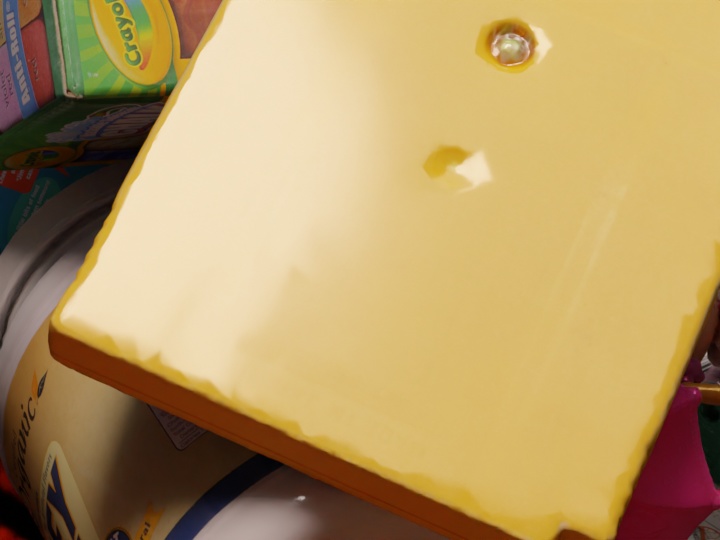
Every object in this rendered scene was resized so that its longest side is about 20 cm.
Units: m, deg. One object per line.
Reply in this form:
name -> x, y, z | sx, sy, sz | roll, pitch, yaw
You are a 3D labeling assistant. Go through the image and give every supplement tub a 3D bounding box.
supplement tub -> -0.038, 0.063, 0.886 | 0.144, 0.145, 0.200 | -10, 37, -25

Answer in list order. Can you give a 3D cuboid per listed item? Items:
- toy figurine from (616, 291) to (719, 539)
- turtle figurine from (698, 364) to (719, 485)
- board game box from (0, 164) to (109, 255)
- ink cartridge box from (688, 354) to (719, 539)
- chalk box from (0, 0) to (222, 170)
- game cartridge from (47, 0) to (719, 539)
toy figurine -> 0.135, 0.028, 0.875 | 0.183, 0.151, 0.201 | 6, 43, -8
turtle figurine -> 0.170, -0.001, 1.018 | 0.200, 0.101, 0.149 | -26, 42, -37
board game box -> -0.158, -0.041, 1.027 | 0.199, 0.153, 0.045 | 25, 0, 15
ink cartridge box -> 0.137, 0.108, 0.954 | 0.173, 0.044, 0.200 | -22, 40, -37
chalk box -> -0.077, -0.105, 0.900 | 0.199, 0.126, 0.124 | -5, -7, -28
game cartridge -> 0.026, -0.024, 0.808 | 0.176, 0.032, 0.201 | 24, 66, 6
